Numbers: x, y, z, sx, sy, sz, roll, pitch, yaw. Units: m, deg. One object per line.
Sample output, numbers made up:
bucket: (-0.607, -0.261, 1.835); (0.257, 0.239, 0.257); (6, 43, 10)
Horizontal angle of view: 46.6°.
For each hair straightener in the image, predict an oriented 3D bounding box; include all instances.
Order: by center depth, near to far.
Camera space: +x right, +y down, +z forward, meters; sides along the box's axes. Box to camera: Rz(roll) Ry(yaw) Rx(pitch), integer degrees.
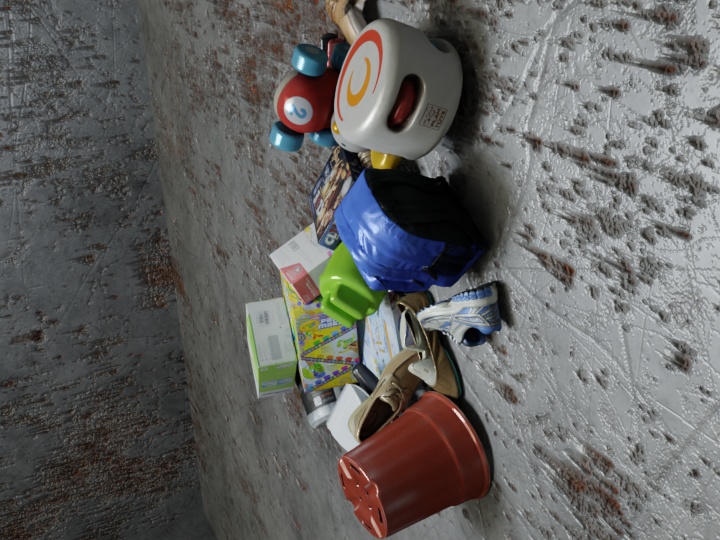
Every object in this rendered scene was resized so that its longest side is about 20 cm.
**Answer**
hair straightener: (-0.061, -0.360, 1.610); (0.077, 0.041, 0.201); (50, 149, 47)

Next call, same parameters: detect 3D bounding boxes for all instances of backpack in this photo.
backpack: (0.059, -0.049, 1.234); (0.168, 0.199, 0.163); (-52, 52, 25)

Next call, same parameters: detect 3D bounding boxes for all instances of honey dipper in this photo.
honey dipper: (0.047, -0.124, 1.478); (0.201, 0.038, 0.038); (69, 155, 13)

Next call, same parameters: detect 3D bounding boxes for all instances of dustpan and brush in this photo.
dustpan and brush: (0.026, 0.318, 1.548); (0.200, 0.057, 0.140); (53, 136, 30)

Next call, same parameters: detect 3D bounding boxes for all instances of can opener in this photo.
can opener: (0.053, 0.254, 1.559); (0.201, 0.078, 0.063); (54, 156, 0)

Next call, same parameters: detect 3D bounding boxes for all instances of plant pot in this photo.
plant pot: (0.080, 0.336, 1.402); (0.201, 0.194, 0.202); (43, 145, 40)

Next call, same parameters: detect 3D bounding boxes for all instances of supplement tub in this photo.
supplement tub: (-0.083, 0.237, 1.847); (0.201, 0.122, 0.123); (69, 155, 17)

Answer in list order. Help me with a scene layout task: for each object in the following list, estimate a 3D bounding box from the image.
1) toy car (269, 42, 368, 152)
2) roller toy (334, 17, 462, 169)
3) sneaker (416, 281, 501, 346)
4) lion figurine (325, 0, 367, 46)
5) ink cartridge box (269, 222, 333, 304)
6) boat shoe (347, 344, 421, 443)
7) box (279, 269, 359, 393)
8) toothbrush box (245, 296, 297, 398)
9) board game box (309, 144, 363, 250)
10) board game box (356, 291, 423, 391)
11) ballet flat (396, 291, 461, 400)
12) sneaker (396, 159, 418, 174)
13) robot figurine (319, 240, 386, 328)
toy car: (-0.033, -0.264, 1.447); (0.200, 0.176, 0.185); (45, 130, 30)
roller toy: (0.058, -0.259, 1.221); (0.182, 0.139, 0.202); (-28, 55, 57)
sneaker: (0.153, 0.082, 1.299); (0.200, 0.077, 0.086); (-31, 77, 66)
lion figurine: (-0.002, -0.402, 1.407); (0.122, 0.072, 0.201); (147, 104, -73)
ink cartridge box: (-0.063, -0.041, 1.626); (0.117, 0.199, 0.068); (48, 173, 47)
boat shoe: (0.057, 0.222, 1.472); (0.071, 0.201, 0.065); (36, -179, -15)
box: (-0.083, 0.103, 1.707); (0.200, 0.121, 0.194); (-112, 15, -52)
toothbrush box: (-0.190, 0.166, 1.772); (0.200, 0.085, 0.147); (102, 156, -64)
board game box: (-0.043, -0.143, 1.530); (0.136, 0.034, 0.200); (-60, 22, 23)
board game box: (0.043, 0.123, 1.604); (0.199, 0.041, 0.202); (2, 103, 66)
ballet flat: (0.108, 0.132, 1.425); (0.068, 0.072, 0.201); (-35, 70, 63)
sneaker: (0.063, -0.099, 1.402); (0.085, 0.077, 0.202); (-17, 87, 67)
robot figurine: (0.000, 0.000, 1.484); (0.175, 0.115, 0.201); (-45, 17, 55)
